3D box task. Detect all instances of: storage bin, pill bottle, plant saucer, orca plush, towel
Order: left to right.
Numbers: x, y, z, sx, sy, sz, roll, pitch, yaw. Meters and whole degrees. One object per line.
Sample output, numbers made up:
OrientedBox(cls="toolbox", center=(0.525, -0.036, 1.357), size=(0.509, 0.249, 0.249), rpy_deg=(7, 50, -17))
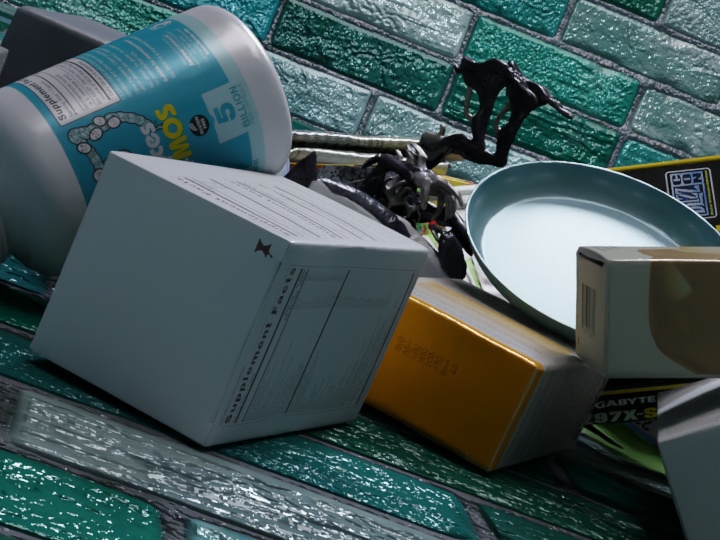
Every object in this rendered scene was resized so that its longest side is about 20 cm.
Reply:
OrientedBox(cls="storage bin", center=(-0.228, -0.123, 1.357), size=(0.145, 0.134, 0.200), rpy_deg=(23, 7, 6))
OrientedBox(cls="pill bottle", center=(-0.147, -0.067, 1.028), size=(0.200, 0.111, 0.111), rpy_deg=(-28, 34, -24))
OrientedBox(cls="towel", center=(-0.032, -0.096, 1.590), size=(0.200, 0.035, 0.192), rpy_deg=(0, -2, -32))
OrientedBox(cls="orca plush", center=(0.000, 0.000, 1.272), size=(0.200, 0.105, 0.071), rpy_deg=(31, -7, -25))
OrientedBox(cls="plant saucer", center=(0.163, -0.005, 1.227), size=(0.200, 0.027, 0.200), rpy_deg=(11, 37, -9))

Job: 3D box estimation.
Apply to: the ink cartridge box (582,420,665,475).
OrientedBox(cls="ink cartridge box", center=(0.241, 0.106, 1.320), size=(0.200, 0.076, 0.148), rpy_deg=(20, 8, -28))

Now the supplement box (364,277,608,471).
OrientedBox(cls="supplement box", center=(0.072, 0.062, 1.145), size=(0.126, 0.074, 0.200), rpy_deg=(27, 9, 20))

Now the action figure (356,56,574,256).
OrientedBox(cls="action figure", center=(0.060, -0.059, 1.311), size=(0.102, 0.200, 0.119), rpy_deg=(48, 15, 31))

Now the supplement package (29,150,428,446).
OrientedBox(cls="supplement package", center=(-0.062, 0.013, 0.952), size=(0.109, 0.114, 0.200), rpy_deg=(26, 8, 19))

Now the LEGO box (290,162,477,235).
OrientedBox(cls="LEGO box", center=(-0.002, -0.044, 1.503), size=(0.149, 0.077, 0.200), rpy_deg=(4, 0, 20))

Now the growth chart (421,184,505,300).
OrientedBox(cls="growth chart", center=(0.114, 0.003, 1.381), size=(0.145, 0.018, 0.200), rpy_deg=(1, 50, -15))

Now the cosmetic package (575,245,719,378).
OrientedBox(cls="cosmetic package", center=(0.235, 0.023, 1.084), size=(0.200, 0.071, 0.105), rpy_deg=(0, 5, -5))

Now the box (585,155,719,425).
OrientedBox(cls="box", center=(0.220, 0.011, 1.295), size=(0.159, 0.200, 0.049), rpy_deg=(-5, -38, 6))

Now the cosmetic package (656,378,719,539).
OrientedBox(cls="cosmetic package", center=(0.240, 0.110, 1.097), size=(0.108, 0.085, 0.200), rpy_deg=(-17, 0, 12))

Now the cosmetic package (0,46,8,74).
OrientedBox(cls="cosmetic package", center=(-0.291, -0.105, 1.161), size=(0.090, 0.107, 0.200), rpy_deg=(21, 9, -4))

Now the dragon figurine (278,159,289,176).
OrientedBox(cls="dragon figurine", center=(-0.088, -0.059, 1.297), size=(0.059, 0.200, 0.099), rpy_deg=(22, -31, -22))
